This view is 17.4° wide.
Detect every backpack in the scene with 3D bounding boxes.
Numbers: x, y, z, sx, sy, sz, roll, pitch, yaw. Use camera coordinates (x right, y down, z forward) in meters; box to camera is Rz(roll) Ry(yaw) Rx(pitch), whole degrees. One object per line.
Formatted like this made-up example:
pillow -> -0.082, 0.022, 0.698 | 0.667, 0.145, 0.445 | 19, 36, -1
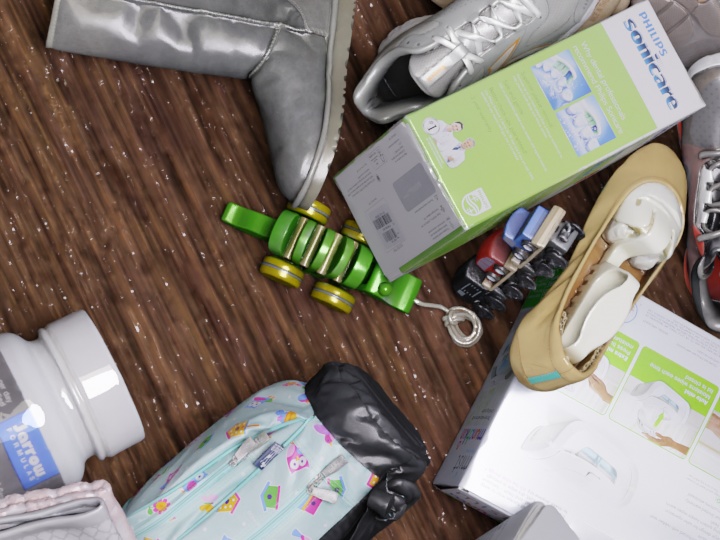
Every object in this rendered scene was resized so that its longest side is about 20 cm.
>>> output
backpack -> -0.059, 0.150, 1.537 | 0.200, 0.167, 0.127 | -39, 85, 4

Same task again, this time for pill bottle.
pill bottle -> -0.248, 0.110, 1.516 | 0.199, 0.114, 0.114 | -26, 91, -10

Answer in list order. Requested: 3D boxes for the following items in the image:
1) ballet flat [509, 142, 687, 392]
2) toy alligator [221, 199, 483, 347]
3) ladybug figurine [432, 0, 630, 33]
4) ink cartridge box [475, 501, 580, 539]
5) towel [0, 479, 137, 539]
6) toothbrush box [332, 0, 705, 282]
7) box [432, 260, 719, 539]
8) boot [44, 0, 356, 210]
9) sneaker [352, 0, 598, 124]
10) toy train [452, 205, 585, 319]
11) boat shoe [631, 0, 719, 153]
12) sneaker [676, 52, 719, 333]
ballet flat -> 0.170, -0.001, 1.527 | 0.069, 0.063, 0.200 | 42, 68, -22
toy alligator -> 0.000, 0.000, 1.596 | 0.199, 0.054, 0.059 | 26, 83, -8
ladybug figurine -> 0.099, -0.235, 1.604 | 0.200, 0.072, 0.136 | 37, 112, 3
ink cartridge box -> 0.078, 0.266, 1.532 | 0.200, 0.083, 0.145 | -37, 92, 24
towel -> -0.225, 0.218, 1.479 | 0.199, 0.032, 0.191 | -11, 132, 6
toothbrush box -> 0.102, -0.085, 1.550 | 0.200, 0.146, 0.086 | -29, 88, -24
box -> 0.181, 0.117, 1.599 | 0.199, 0.097, 0.177 | 28, 83, -7
boot -> -0.110, -0.141, 1.572 | 0.199, 0.073, 0.183 | 11, 65, -16
sneaker -> 0.077, -0.151, 1.547 | 0.076, 0.200, 0.092 | 50, 36, -7
toy train -> 0.099, -0.007, 1.541 | 0.046, 0.200, 0.034 | 35, 72, -4
boat shoe -> 0.247, -0.133, 1.631 | 0.074, 0.073, 0.201 | -15, 115, 17
sneaker -> 0.253, -0.047, 1.588 | 0.077, 0.082, 0.201 | -2, 118, 10
